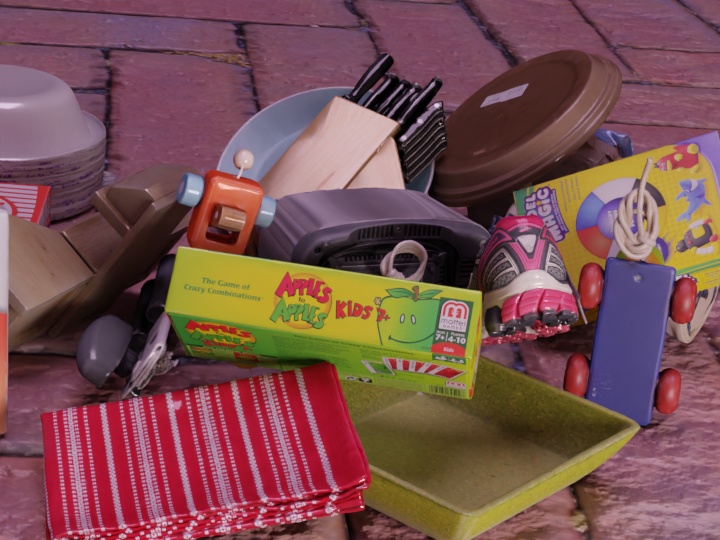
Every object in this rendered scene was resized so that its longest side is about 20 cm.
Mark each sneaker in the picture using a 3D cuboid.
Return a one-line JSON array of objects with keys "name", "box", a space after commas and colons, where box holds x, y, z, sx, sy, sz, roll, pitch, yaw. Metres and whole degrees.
[{"name": "sneaker", "box": [0.112, 0.011, 1.333, 0.080, 0.075, 0.200, -8, -8, -8]}]

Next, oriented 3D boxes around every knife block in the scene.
[{"name": "knife block", "box": [-0.018, -0.104, 1.623, 0.200, 0.064, 0.176, -12, 52, -1]}]

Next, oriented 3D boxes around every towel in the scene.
[{"name": "towel", "box": [-0.100, 0.115, 1.180, 0.200, 0.023, 0.145, -9, 33, -5]}]

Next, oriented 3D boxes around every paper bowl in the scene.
[{"name": "paper bowl", "box": [-0.329, -0.121, 1.693, 0.200, 0.105, 0.201, 5, 20, -2]}]

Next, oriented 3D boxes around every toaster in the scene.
[{"name": "toaster", "box": [0.000, 0.000, 1.465, 0.200, 0.114, 0.129, -4, 19, -18]}]

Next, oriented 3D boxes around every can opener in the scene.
[{"name": "can opener", "box": [-0.158, 0.035, 1.392, 0.066, 0.053, 0.200, 36, 17, -8]}]

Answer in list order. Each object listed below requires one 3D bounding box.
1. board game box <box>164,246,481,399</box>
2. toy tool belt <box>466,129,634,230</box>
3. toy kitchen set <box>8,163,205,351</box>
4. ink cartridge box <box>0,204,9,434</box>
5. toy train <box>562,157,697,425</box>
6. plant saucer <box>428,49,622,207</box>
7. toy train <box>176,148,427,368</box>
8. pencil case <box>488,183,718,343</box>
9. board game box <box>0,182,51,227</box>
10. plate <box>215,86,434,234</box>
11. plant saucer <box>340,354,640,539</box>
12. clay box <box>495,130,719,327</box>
[{"name": "board game box", "box": [-0.021, 0.036, 1.248, 0.200, 0.048, 0.102, 8, -19, 6]}, {"name": "toy tool belt", "box": [0.198, -0.083, 1.699, 0.200, 0.125, 0.123, -3, 13, 24]}, {"name": "toy kitchen set", "box": [-0.232, -0.069, 1.398, 0.181, 0.163, 0.200, 50, 37, 7]}, {"name": "ink cartridge box", "box": [-0.317, 0.045, 1.191, 0.200, 0.163, 0.050, -15, 27, -42]}, {"name": "toy train", "box": [0.207, 0.002, 1.394, 0.084, 0.200, 0.116, 9, 17, 8]}, {"name": "plant saucer", "box": [0.137, -0.131, 1.655, 0.200, 0.029, 0.200, -31, 24, 15]}, {"name": "toy train", "box": [-0.048, 0.010, 1.343, 0.200, 0.150, 0.056, 20, 12, -21]}, {"name": "pencil case", "box": [0.206, -0.008, 1.565, 0.200, 0.090, 0.078, 21, 40, 31]}, {"name": "board game box", "box": [-0.359, -0.031, 1.529, 0.199, 0.046, 0.152, 4, 22, -5]}, {"name": "plate", "box": [-0.031, -0.081, 1.669, 0.200, 0.026, 0.201, -6, 54, 9]}, {"name": "plant saucer", "box": [0.052, 0.117, 1.265, 0.200, 0.048, 0.200, 22, 27, 35]}, {"name": "clay box", "box": [0.204, -0.027, 1.501, 0.200, 0.048, 0.115, -17, 58, 13]}]
